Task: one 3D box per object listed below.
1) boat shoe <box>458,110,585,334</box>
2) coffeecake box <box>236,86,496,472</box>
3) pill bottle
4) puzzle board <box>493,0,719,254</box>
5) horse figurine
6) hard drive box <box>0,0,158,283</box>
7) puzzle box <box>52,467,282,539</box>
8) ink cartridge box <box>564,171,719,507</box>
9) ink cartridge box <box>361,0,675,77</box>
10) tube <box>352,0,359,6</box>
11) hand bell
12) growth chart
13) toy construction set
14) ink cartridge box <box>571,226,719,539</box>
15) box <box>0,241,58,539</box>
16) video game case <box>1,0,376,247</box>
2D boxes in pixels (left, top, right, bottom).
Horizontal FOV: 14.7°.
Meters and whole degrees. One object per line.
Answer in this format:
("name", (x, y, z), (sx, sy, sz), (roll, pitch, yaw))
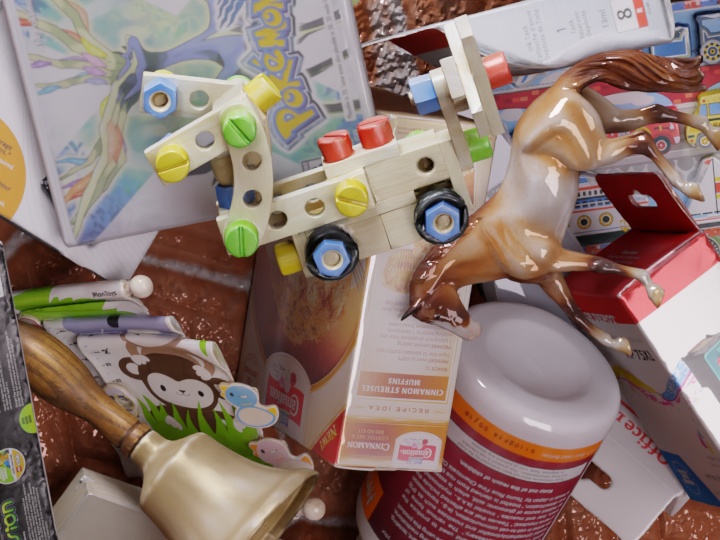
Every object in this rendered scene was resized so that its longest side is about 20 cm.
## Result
("boat shoe", (0.088, -0.023, 1.689), (0.068, 0.057, 0.201), (-29, 108, -10))
("coffeecake box", (0.000, 0.000, 1.615), (0.073, 0.153, 0.201), (5, 99, -26))
("pill bottle", (0.066, 0.125, 1.664), (0.113, 0.113, 0.200), (7, 129, -27))
("puzzle board", (0.162, -0.085, 1.708), (0.199, 0.017, 0.151), (-8, 107, 1))
("horse figurine", (0.118, -0.042, 1.531), (0.132, 0.050, 0.201), (22, 105, -3))
("hard drive box", (-0.153, -0.117, 1.556), (0.156, 0.077, 0.201), (32, 86, -29))
("puzzle box", (-0.113, 0.198, 1.646), (0.199, 0.025, 0.133), (24, 118, -29))
("ink cartridge box", (0.186, 0.042, 1.632), (0.067, 0.116, 0.200), (-36, 99, -12))
("ink cartridge box", (0.064, -0.123, 1.588), (0.199, 0.162, 0.050), (-18, 94, -7))
("tube", (-0.029, -0.159, 1.539), (0.200, 0.058, 0.052), (-40, 154, -20))
("hand bell", (-0.131, 0.090, 1.563), (0.200, 0.104, 0.104), (39, 82, 9))
("growth chart", (-0.114, 0.076, 1.596), (0.200, 0.144, 0.018), (56, 44, -27))
("toy construction set", (-0.008, -0.065, 1.450), (0.199, 0.092, 0.132), (-14, 108, 17))
("ink cartridge box", (0.192, 0.070, 1.748), (0.117, 0.067, 0.200), (41, 80, 12))
("box", (-0.213, 0.072, 1.550), (0.035, 0.110, 0.201), (-16, 108, -22))
("video game case", (-0.093, -0.123, 1.483), (0.181, 0.022, 0.201), (-11, 109, 5))
